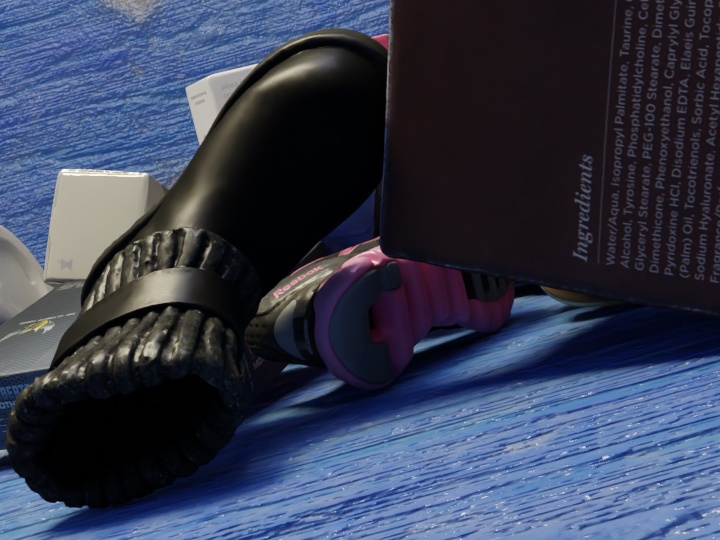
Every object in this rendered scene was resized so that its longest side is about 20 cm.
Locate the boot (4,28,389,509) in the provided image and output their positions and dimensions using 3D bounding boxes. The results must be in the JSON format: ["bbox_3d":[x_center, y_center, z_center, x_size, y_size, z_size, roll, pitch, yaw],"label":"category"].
[{"bbox_3d":[-0.059,-0.002,0.592,0.211,0.079,0.158,-48,13,18],"label":"boot"}]

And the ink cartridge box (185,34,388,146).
[{"bbox_3d":[-0.032,-0.059,1.029,0.144,0.201,0.084,-16,7,-17],"label":"ink cartridge box"}]

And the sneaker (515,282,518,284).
[{"bbox_3d":[0.073,-0.016,0.916,0.199,0.079,0.116,-17,3,-3],"label":"sneaker"}]

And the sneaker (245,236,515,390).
[{"bbox_3d":[0.012,0.009,0.748,0.095,0.079,0.200,-6,8,36],"label":"sneaker"}]

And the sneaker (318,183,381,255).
[{"bbox_3d":[-0.001,0.001,0.866,0.111,0.200,0.077,26,45,8],"label":"sneaker"}]

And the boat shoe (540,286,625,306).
[{"bbox_3d":[0.187,-0.028,0.756,0.199,0.072,0.065,-24,-17,-4],"label":"boat shoe"}]

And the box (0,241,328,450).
[{"bbox_3d":[-0.130,0.043,0.793,0.199,0.051,0.158,-10,18,26],"label":"box"}]

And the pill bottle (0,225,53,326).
[{"bbox_3d":[-0.307,0.058,0.923,0.200,0.111,0.111,-32,1,10],"label":"pill bottle"}]

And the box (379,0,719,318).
[{"bbox_3d":[0.135,-0.084,0.609,0.199,0.165,0.166,11,18,30],"label":"box"}]

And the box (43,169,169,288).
[{"bbox_3d":[-0.152,-0.007,0.991,0.068,0.083,0.200,3,-11,13],"label":"box"}]
